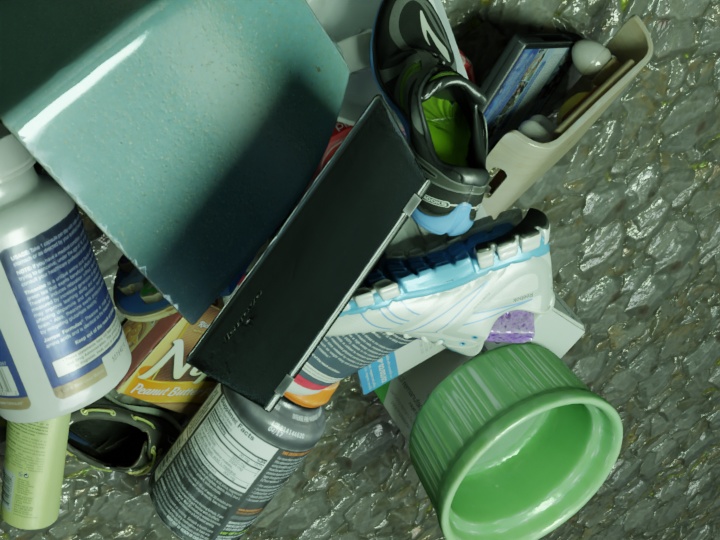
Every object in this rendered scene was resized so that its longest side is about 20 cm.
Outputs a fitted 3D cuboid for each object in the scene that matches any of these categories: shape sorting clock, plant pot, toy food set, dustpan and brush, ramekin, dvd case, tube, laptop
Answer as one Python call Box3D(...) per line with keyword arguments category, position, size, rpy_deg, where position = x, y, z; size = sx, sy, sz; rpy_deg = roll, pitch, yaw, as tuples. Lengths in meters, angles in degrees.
Box3D(category="shape sorting clock", position=(-0.115, -0.043, 0.898), size=(0.199, 0.200, 0.039), rpy_deg=(-39, 121, 2))
Box3D(category="plant pot", position=(-0.127, -0.130, 0.800), size=(0.200, 0.196, 0.196), rpy_deg=(-42, 129, -4))
Box3D(category="toy food set", position=(0.166, -0.134, 1.049), size=(0.200, 0.060, 0.144), rpy_deg=(-41, 174, -30))
Box3D(category="dustpan and brush", position=(-0.027, -0.164, 0.937), size=(0.197, 0.057, 0.141), rpy_deg=(-17, 103, 24))
Box3D(category="ramekin", position=(0.142, 0.166, 1.125), size=(0.197, 0.098, 0.202), rpy_deg=(-18, 134, -19))
Box3D(category="dvd case", position=(0.131, -0.145, 1.039), size=(0.144, 0.017, 0.199), rpy_deg=(-58, 165, 22))
Box3D(category="tube", position=(-0.269, 0.119, 0.992), size=(0.057, 0.052, 0.203), rpy_deg=(4, 110, -15))
Box3D(category="laptop", position=(-0.053, -0.020, 0.771), size=(0.116, 0.199, 0.188), rpy_deg=(40, 84, -32))

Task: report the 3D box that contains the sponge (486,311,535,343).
Box3D(category="sponge", position=(0.059, 0.007, 1.069), size=(0.196, 0.113, 0.030), rpy_deg=(1, 158, 2))

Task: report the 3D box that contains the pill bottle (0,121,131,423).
Box3D(category="pill bottle", position=(-0.250, -0.001, 0.865), size=(0.110, 0.111, 0.203), rpy_deg=(-23, 112, -16))

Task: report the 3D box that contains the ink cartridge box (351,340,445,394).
Box3D(category="ink cartridge box", position=(0.058, 0.015, 1.131), size=(0.198, 0.116, 0.068), rpy_deg=(-28, 147, -10))

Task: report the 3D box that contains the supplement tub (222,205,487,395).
Box3D(category="supplement tub", position=(0.000, 0.000, 0.947), size=(0.198, 0.142, 0.140), rpy_deg=(-29, 144, 22))

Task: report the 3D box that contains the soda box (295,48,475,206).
Box3D(category="soda box", position=(0.003, -0.125, 1.007), size=(0.198, 0.064, 0.070), rpy_deg=(-29, 139, -9))

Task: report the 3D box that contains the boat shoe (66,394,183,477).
Box3D(category="boat shoe", position=(-0.225, 0.162, 1.107), size=(0.072, 0.061, 0.201), rpy_deg=(-42, 139, 7))

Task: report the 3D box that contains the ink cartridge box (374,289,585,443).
Box3D(category="ink cartridge box", position=(0.108, 0.075, 1.205), size=(0.201, 0.146, 0.084), rpy_deg=(-49, 137, 12))

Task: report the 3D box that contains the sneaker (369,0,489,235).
Box3D(category="sneaker", position=(0.058, -0.124, 0.843), size=(0.070, 0.202, 0.083), rpy_deg=(3, 148, -23))

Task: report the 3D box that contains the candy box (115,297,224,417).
Box3D(category="candy box", position=(-0.131, 0.082, 1.106), size=(0.116, 0.056, 0.199), rpy_deg=(-47, 139, 12))

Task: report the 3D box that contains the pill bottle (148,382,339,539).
Box3D(category="pill bottle", position=(-0.100, 0.150, 1.067), size=(0.105, 0.107, 0.201), rpy_deg=(16, 121, -43))

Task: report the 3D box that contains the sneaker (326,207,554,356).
Box3D(category="sneaker", position=(0.047, 0.028, 0.835), size=(0.197, 0.075, 0.088), rpy_deg=(-15, 112, 8))
